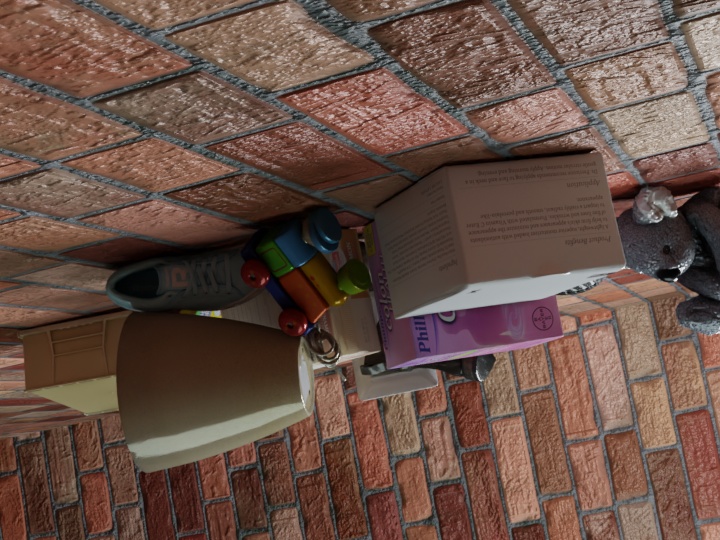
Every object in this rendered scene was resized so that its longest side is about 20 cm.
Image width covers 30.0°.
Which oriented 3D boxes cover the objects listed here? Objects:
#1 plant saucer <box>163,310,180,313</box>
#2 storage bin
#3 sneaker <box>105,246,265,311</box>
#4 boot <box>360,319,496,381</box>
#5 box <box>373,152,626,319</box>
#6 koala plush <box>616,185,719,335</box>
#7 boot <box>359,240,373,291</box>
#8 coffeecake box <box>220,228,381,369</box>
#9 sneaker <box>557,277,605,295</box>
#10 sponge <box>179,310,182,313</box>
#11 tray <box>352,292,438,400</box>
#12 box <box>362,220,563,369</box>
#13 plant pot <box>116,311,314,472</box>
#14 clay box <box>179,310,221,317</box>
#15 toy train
[{"bbox_3d":[-0.209,0.074,2.109,0.199,0.037,0.199,-13,172,18],"label":"plant saucer"},{"bbox_3d":[-0.372,0.140,2.005,0.197,0.094,0.200,-11,161,13],"label":"storage bin"},{"bbox_3d":[-0.202,0.015,1.570,0.199,0.074,0.082,-12,177,8],"label":"sneaker"},{"bbox_3d":[0.103,0.070,1.753,0.173,0.070,0.200,4,-143,29],"label":"boot"},{"bbox_3d":[0.148,-0.036,1.474,0.198,0.132,0.200,-7,171,-24],"label":"box"},{"bbox_3d":[0.416,-0.037,1.789,0.199,0.185,0.178,8,143,-18],"label":"koala plush"},{"bbox_3d":[0.042,0.022,1.756,0.198,0.065,0.187,-1,149,-14],"label":"boot"},{"bbox_3d":[-0.082,0.047,1.660,0.199,0.155,0.073,-18,170,43],"label":"coffeecake box"},{"bbox_3d":[0.268,-0.008,1.973,0.199,0.082,0.074,-5,162,25],"label":"sneaker"},{"bbox_3d":[-0.225,0.102,1.956,0.112,0.030,0.200,-44,158,-6],"label":"sponge"},{"bbox_3d":[0.036,0.084,1.813,0.107,0.201,0.022,-12,135,1],"label":"tray"},{"bbox_3d":[0.122,0.013,1.615,0.199,0.177,0.097,-7,171,-21],"label":"box"},{"bbox_3d":[-0.159,0.133,1.562,0.198,0.189,0.187,-5,173,8],"label":"plant pot"},{"bbox_3d":[-0.195,0.072,1.847,0.047,0.115,0.200,33,-170,24],"label":"clay box"},{"bbox_3d":[-0.033,0.027,1.505,0.115,0.200,0.085,-26,-161,34],"label":"toy train"}]
